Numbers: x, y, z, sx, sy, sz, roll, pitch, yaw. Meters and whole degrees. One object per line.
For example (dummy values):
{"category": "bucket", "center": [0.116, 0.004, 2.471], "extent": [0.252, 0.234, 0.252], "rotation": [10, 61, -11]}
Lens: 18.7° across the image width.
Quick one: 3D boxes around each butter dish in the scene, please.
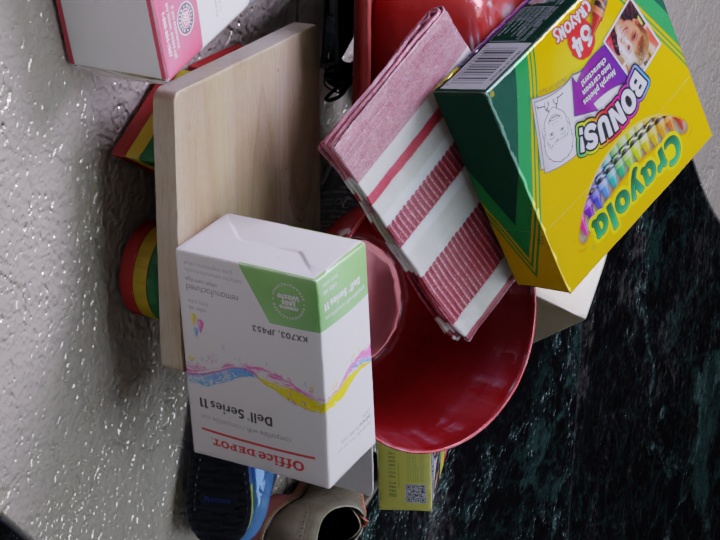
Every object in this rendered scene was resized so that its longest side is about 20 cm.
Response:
{"category": "butter dish", "center": [0.080, -0.166, 1.636], "extent": [0.200, 0.146, 0.201], "rotation": [-59, 154, -60]}

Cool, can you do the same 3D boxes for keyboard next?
{"category": "keyboard", "center": [-0.005, -0.188, 1.662], "extent": [0.200, 0.039, 0.105], "rotation": [-72, 166, -77]}

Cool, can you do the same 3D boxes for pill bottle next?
{"category": "pill bottle", "center": [0.000, 0.000, 1.743], "extent": [0.201, 0.115, 0.117], "rotation": [-68, 152, -22]}

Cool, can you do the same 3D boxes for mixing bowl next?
{"category": "mixing bowl", "center": [0.023, 0.028, 1.616], "extent": [0.199, 0.108, 0.202], "rotation": [-5, 98, -37]}

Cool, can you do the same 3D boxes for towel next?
{"category": "towel", "center": [0.062, -0.066, 1.553], "extent": [0.144, 0.023, 0.201], "rotation": [-51, 125, -24]}

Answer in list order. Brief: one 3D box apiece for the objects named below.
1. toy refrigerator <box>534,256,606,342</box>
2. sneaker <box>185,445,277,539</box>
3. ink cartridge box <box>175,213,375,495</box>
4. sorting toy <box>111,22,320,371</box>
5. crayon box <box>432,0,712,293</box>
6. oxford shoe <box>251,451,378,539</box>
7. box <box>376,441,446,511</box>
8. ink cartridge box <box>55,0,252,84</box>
{"category": "toy refrigerator", "center": [0.124, 0.013, 1.792], "extent": [0.071, 0.075, 0.200], "rotation": [-70, -168, -18]}
{"category": "sneaker", "center": [-0.089, 0.111, 1.674], "extent": [0.078, 0.065, 0.202], "rotation": [-8, 107, -75]}
{"category": "ink cartridge box", "center": [-0.056, 0.073, 1.496], "extent": [0.067, 0.116, 0.202], "rotation": [-40, 134, -50]}
{"category": "sorting toy", "center": [-0.106, -0.060, 1.556], "extent": [0.199, 0.069, 0.202], "rotation": [-35, 131, -56]}
{"category": "crayon box", "center": [0.159, -0.114, 1.583], "extent": [0.200, 0.058, 0.173], "rotation": [-45, 123, -31]}
{"category": "oxford shoe", "center": [-0.021, 0.204, 1.825], "extent": [0.200, 0.074, 0.071], "rotation": [-36, 131, -55]}
{"category": "box", "center": [0.053, 0.130, 1.914], "extent": [0.200, 0.050, 0.076], "rotation": [-68, 158, -64]}
{"category": "ink cartridge box", "center": [-0.120, -0.239, 1.442], "extent": [0.200, 0.082, 0.148], "rotation": [-51, 142, -44]}
